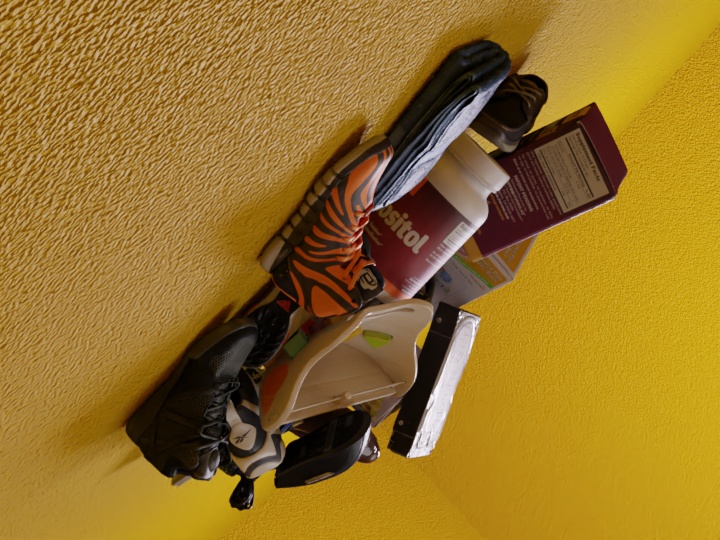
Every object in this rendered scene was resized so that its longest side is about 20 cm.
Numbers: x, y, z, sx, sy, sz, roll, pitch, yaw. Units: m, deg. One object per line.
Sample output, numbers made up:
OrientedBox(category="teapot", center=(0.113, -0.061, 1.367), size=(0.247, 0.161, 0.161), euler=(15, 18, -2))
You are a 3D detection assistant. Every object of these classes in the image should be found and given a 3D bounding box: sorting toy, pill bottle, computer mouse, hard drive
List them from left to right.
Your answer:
OrientedBox(category="computer mouse", center=(-0.061, 0.216, 1.548), size=(0.199, 0.046, 0.141), euler=(-30, -160, 15))
OrientedBox(category="sorting toy", center=(-0.007, 0.085, 1.467), size=(0.198, 0.108, 0.180), euler=(-11, 160, -38))
OrientedBox(category="pill bottle", center=(0.072, -0.064, 1.483), size=(0.200, 0.113, 0.113), euler=(-46, 172, 9))
OrientedBox(category="hard drive", center=(0.099, 0.145, 1.699), size=(0.202, 0.037, 0.140), euler=(-69, 163, 0))

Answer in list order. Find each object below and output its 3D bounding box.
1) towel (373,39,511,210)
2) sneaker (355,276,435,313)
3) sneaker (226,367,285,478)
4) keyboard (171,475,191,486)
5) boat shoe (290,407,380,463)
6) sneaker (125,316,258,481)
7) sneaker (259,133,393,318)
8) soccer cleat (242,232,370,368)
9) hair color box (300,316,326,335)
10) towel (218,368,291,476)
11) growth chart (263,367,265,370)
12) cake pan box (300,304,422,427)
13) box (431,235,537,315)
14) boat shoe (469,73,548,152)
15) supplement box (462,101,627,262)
OrientedBox(category="towel", center=(0.073, -0.144, 1.316), size=(0.200, 0.049, 0.111), euler=(-50, 171, 34))
OrientedBox(category="sneaker", center=(0.043, 0.048, 1.659), size=(0.080, 0.074, 0.200), euler=(-55, 175, 25))
OrientedBox(category="sneaker", center=(-0.154, 0.140, 1.533), size=(0.079, 0.130, 0.200), euler=(-24, -149, 6))
OrientedBox(category="keyboard", center=(-0.159, 0.207, 1.650), size=(0.199, 0.011, 0.056), euler=(-34, -151, 7))
OrientedBox(category="boat shoe", center=(-0.051, 0.191, 1.644), size=(0.071, 0.199, 0.070), euler=(-52, 128, -7))
OrientedBox(category="sneaker", center=(-0.157, 0.146, 1.373), size=(0.200, 0.114, 0.076), euler=(-48, 155, 16))
OrientedBox(category="sneaker", center=(-0.006, -0.033, 1.246), size=(0.077, 0.112, 0.200), euler=(-34, 167, -52))
OrientedBox(category="soccer cleat", center=(-0.068, 0.023, 1.432), size=(0.200, 0.068, 0.073), euler=(-46, -172, 10))
OrientedBox(category="hair color box", center=(0.000, 0.000, 1.628), size=(0.200, 0.061, 0.102), euler=(-34, 168, -49))
OrientedBox(category="towel", center=(-0.149, 0.184, 1.640), size=(0.145, 0.024, 0.199), euler=(-43, -156, -17))
OrientedBox(category="growth chart", center=(-0.071, 0.085, 1.869), size=(0.145, 0.018, 0.200), euler=(-51, 171, 33))
OrientedBox(category="cake pan box", center=(0.001, 0.104, 1.721), size=(0.052, 0.184, 0.200), euler=(-47, 171, 23))
OrientedBox(category="box", center=(0.131, -0.023, 1.773), size=(0.199, 0.101, 0.113), euler=(-29, -161, 47))
OrientedBox(category="boat shoe", center=(0.176, -0.197, 1.528), size=(0.074, 0.074, 0.200), euler=(-58, 176, 23))
OrientedBox(category="supplement box", center=(0.210, -0.108, 1.578), size=(0.198, 0.104, 0.131), euler=(-25, -173, 23))
